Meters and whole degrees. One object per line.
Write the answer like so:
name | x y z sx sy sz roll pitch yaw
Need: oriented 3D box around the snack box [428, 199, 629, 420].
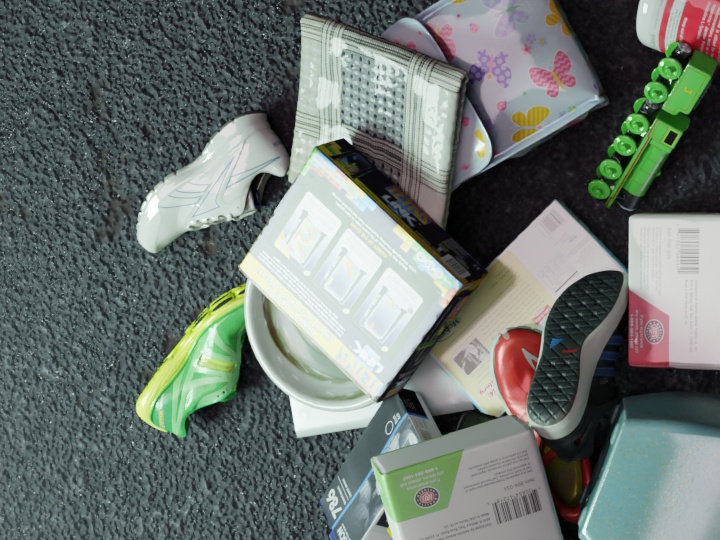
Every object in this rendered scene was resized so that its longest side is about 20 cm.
snack box | 0.164 0.041 1.692 0.200 0.037 0.116 -45 79 10

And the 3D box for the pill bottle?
pill bottle | 0.364 -0.228 1.575 0.200 0.112 0.113 24 101 21

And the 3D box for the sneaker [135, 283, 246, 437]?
sneaker | -0.155 0.094 1.835 0.084 0.074 0.200 38 103 -8

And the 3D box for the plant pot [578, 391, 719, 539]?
plant pot | 0.305 0.210 1.540 0.200 0.196 0.197 20 99 4

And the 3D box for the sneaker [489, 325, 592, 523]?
sneaker | 0.183 0.146 1.634 0.077 0.085 0.200 -22 99 -3

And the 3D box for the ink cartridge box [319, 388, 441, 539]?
ink cartridge box | 0.014 0.223 1.732 0.200 0.039 0.100 -61 32 22

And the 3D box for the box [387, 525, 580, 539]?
box | 0.131 0.262 1.649 0.200 0.064 0.070 23 91 -10

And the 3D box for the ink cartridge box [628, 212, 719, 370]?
ink cartridge box | 0.356 0.019 1.600 0.200 0.085 0.146 1 92 25

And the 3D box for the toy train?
toy train | 0.274 -0.130 1.613 0.056 0.042 0.200 28 134 4

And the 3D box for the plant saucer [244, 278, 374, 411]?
plant saucer | -0.021 0.041 1.743 0.200 0.050 0.201 4 99 27

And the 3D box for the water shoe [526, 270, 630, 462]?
water shoe | 0.207 0.088 1.605 0.071 0.200 0.079 0 137 35

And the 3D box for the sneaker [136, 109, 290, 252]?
sneaker | -0.158 -0.080 1.823 0.200 0.074 0.087 -41 81 19

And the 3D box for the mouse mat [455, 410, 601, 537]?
mouse mat | 0.146 0.251 1.686 0.161 0.008 0.200 17 91 -8

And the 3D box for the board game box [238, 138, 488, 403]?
board game box | 0.000 0.000 1.658 0.200 0.057 0.165 44 122 15

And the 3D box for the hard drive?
hard drive | 0.016 0.093 1.777 0.200 0.026 0.132 -11 87 22

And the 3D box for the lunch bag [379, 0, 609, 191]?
lunch bag | 0.115 -0.184 1.657 0.200 0.127 0.170 -27 89 13

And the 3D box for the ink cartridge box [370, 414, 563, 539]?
ink cartridge box | 0.107 0.251 1.569 0.145 0.084 0.201 -16 97 -6

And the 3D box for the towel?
towel | 0.010 -0.131 1.657 0.192 0.035 0.200 25 128 26
